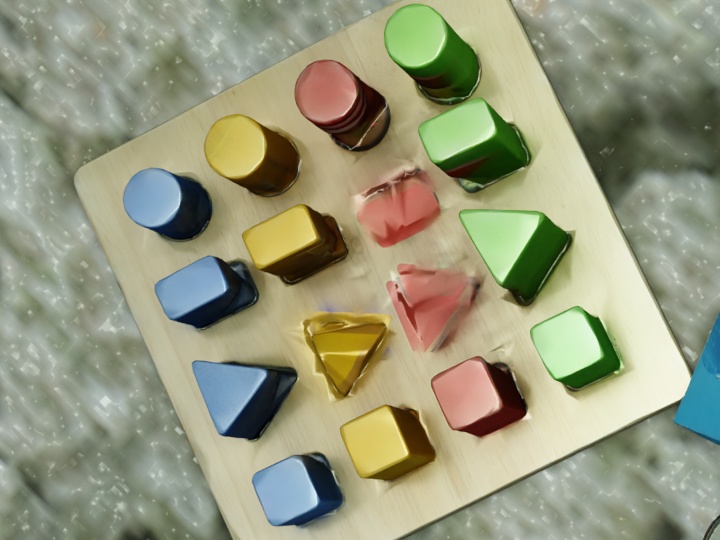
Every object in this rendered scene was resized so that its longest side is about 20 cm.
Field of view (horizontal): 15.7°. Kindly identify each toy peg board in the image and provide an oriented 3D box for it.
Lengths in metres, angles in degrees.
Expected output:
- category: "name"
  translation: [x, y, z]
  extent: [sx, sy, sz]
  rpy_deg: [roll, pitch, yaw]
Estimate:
- category: "toy peg board"
  translation: [0.000, 0.000, 1.039]
  extent: [0.199, 0.098, 0.201]
  rpy_deg: [-26, 80, 7]

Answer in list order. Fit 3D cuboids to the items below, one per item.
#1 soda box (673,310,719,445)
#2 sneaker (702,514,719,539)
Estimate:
- category: "soda box"
  translation: [0.199, -0.015, 1.006]
  extent: [0.068, 0.064, 0.201]
  rpy_deg: [24, 89, -25]
- category: "sneaker"
  translation: [0.218, 0.149, 0.988]
  extent: [0.199, 0.089, 0.074]
  rpy_deg: [23, 88, 11]
